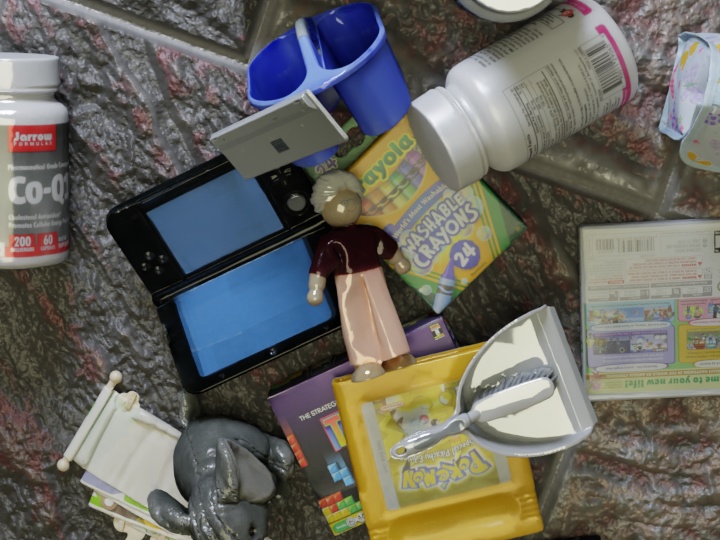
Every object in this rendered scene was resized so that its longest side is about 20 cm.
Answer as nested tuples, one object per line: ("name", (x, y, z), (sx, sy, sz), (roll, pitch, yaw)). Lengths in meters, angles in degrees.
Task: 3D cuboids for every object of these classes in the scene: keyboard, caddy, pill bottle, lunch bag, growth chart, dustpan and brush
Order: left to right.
("pill bottle", (-0.342, -0.109, 1.409), (0.113, 0.114, 0.201), (2, 101, 1))
("growth chart", (-0.221, 0.219, 1.517), (0.200, 0.018, 0.145), (37, 100, -5))
("keyboard", (-0.077, -0.120, 1.303), (0.056, 0.200, 0.011), (45, 64, -18))
("caddy", (-0.034, -0.187, 1.351), (0.141, 0.200, 0.105), (-27, 116, 7))
("dustpan and brush", (0.120, 0.134, 1.386), (0.199, 0.057, 0.140), (-22, 100, 3))
("pill bottle", (0.131, -0.285, 1.319), (0.113, 0.200, 0.114), (0, 101, 2))
("pill bottle", (0.151, -0.165, 1.363), (0.199, 0.113, 0.114), (-30, 99, -9))
("lunch bag", (0.378, -0.149, 1.338), (0.169, 0.200, 0.128), (10, 101, -1))

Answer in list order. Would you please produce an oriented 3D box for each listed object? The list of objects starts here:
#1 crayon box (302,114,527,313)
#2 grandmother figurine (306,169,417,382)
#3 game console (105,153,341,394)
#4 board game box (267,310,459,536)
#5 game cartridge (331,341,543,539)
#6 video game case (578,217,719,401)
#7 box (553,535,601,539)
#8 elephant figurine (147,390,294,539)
("crayon box", (0.052, -0.072, 1.437), (0.200, 0.052, 0.126), (45, 99, -6))
("grandmother figurine", (0.000, 0.000, 1.383), (0.060, 0.121, 0.201), (-15, 91, 45))
("game console", (-0.125, -0.007, 1.416), (0.199, 0.117, 0.176), (-25, 125, 5))
("board game box", (0.028, 0.155, 1.479), (0.199, 0.057, 0.166), (-25, 100, 6))
("game cartridge", (0.078, 0.184, 1.438), (0.175, 0.032, 0.201), (-14, 98, 1))
("video game case", (0.323, 0.039, 1.466), (0.199, 0.022, 0.183), (-3, 101, 1))
("box", (0.162, 0.364, 1.441), (0.196, 0.200, 0.118), (-7, 101, 2))
("elephant figurine", (-0.132, 0.226, 1.405), (0.154, 0.200, 0.142), (12, 104, 2))
